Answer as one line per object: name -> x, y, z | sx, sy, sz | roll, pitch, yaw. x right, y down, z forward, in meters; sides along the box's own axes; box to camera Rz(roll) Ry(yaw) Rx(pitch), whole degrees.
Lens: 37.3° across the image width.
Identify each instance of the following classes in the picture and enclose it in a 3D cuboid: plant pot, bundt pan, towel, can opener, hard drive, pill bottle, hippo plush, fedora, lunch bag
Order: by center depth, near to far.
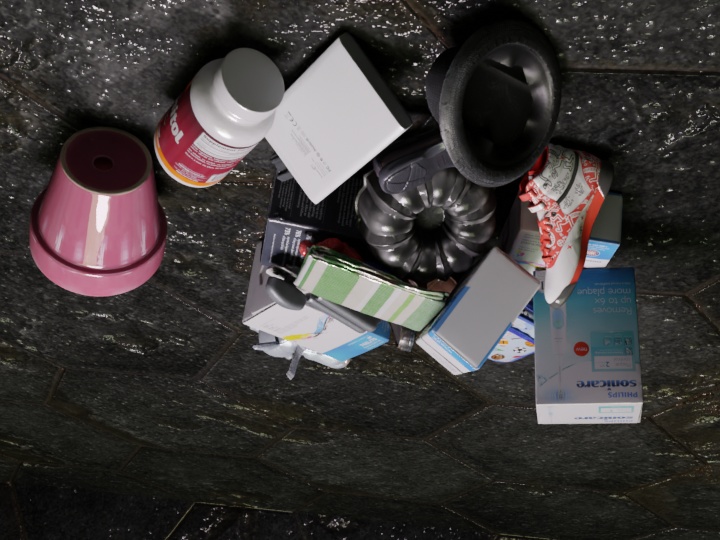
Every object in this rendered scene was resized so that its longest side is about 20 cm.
fedora -> 0.141, -0.198, 1.221 | 0.091, 0.202, 0.200 | 30, 175, 44
hard drive -> -0.037, -0.181, 1.310 | 0.133, 0.026, 0.199 | 53, 137, -2
pill bottle -> -0.175, -0.192, 1.333 | 0.111, 0.115, 0.199 | 21, 151, -24
bundt pan -> 0.092, -0.069, 1.418 | 0.197, 0.076, 0.205 | -4, 120, -6
towel -> 0.011, 0.027, 1.465 | 0.196, 0.024, 0.153 | 19, 158, -7
plant pot -> -0.368, -0.095, 1.521 | 0.196, 0.203, 0.180 | 13, 139, -9
can opener -> -0.061, 0.047, 1.578 | 0.198, 0.068, 0.052 | 28, 160, -29
lunch bag -> 0.232, 0.083, 1.803 | 0.198, 0.077, 0.159 | 26, 147, -33
hippo plush -> -0.102, 0.116, 1.860 | 0.159, 0.201, 0.160 | 40, 154, -13

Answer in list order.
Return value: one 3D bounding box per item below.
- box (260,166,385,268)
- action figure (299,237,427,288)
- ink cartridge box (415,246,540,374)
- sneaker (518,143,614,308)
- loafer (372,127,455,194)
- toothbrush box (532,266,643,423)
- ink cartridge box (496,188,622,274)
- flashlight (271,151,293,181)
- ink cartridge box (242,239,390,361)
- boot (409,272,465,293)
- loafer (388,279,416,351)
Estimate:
box -> -0.039, -0.066, 1.552 | 0.196, 0.106, 0.148 | 11, 153, -6
action figure -> 0.000, 0.000, 1.502 | 0.197, 0.053, 0.065 | 24, 152, -23
ink cartridge box -> 0.158, 0.060, 1.476 | 0.083, 0.146, 0.200 | 37, 172, 2
sneaker -> 0.247, -0.062, 1.389 | 0.106, 0.205, 0.067 | 19, -177, -9
loafer -> 0.107, -0.163, 1.331 | 0.197, 0.064, 0.072 | -23, 149, -3
toothbrush box -> 0.314, 0.105, 1.486 | 0.143, 0.204, 0.086 | -1, 155, 12
ink cartridge box -> 0.279, -0.037, 1.535 | 0.141, 0.086, 0.201 | 9, 155, -1
flashlight -> -0.036, -0.176, 1.383 | 0.067, 0.069, 0.198 | -24, -173, -43
ink cartridge box -> -0.063, 0.032, 1.707 | 0.198, 0.149, 0.145 | 23, 151, -28
boot -> 0.138, 0.054, 1.717 | 0.187, 0.064, 0.201 | 49, 151, 10
loafer -> 0.046, 0.042, 1.629 | 0.071, 0.202, 0.074 | 5, 131, -14
